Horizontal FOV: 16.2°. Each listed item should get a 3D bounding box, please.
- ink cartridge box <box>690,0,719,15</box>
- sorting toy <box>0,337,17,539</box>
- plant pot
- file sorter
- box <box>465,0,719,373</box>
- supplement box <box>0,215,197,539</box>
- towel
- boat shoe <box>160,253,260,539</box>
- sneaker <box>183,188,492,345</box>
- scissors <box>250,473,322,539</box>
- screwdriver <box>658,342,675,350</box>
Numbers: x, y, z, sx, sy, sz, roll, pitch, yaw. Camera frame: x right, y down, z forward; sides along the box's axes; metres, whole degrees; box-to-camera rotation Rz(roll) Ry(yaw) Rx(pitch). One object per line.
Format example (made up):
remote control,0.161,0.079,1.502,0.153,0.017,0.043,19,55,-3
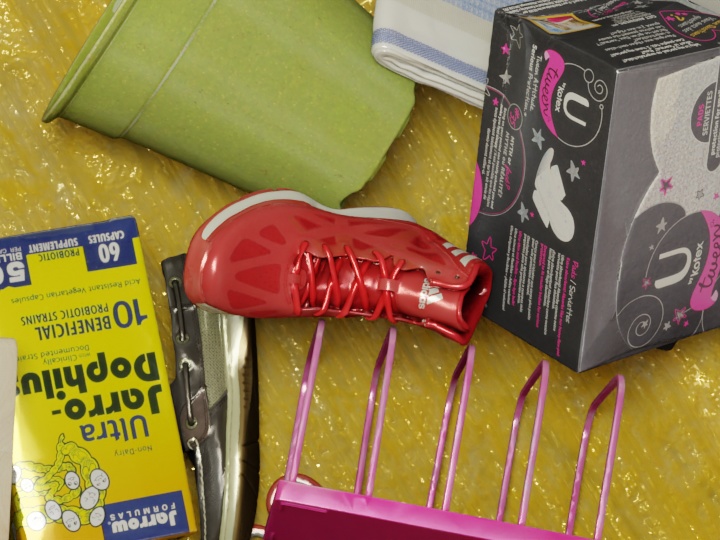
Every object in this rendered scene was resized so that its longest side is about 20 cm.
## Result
ink cartridge box,0.314,-0.161,1.593,0.200,0.147,0.146,-23,82,-15
sorting toy,-0.279,0.144,1.516,0.070,0.200,0.199,6,81,-30
plant pot,-0.067,-0.128,1.588,0.190,0.200,0.200,32,82,-10
file sorter,0.052,0.114,1.562,0.200,0.139,0.126,11,74,-2
box,0.154,-0.059,1.540,0.132,0.115,0.200,-15,124,-35
supplement box,-0.181,0.079,1.569,0.109,0.110,0.200,-10,82,-17
towel,0.073,-0.190,1.607,0.147,0.024,0.200,21,56,-26
boat shoe,-0.098,0.085,1.605,0.065,0.073,0.200,-2,74,5
sneaker,0.000,0.000,1.498,0.200,0.115,0.078,-9,111,-44
scissors,0.020,0.192,1.619,0.200,0.014,0.073,22,78,0
screwdriver,0.114,0.004,1.639,0.200,0.028,0.029,25,111,1
